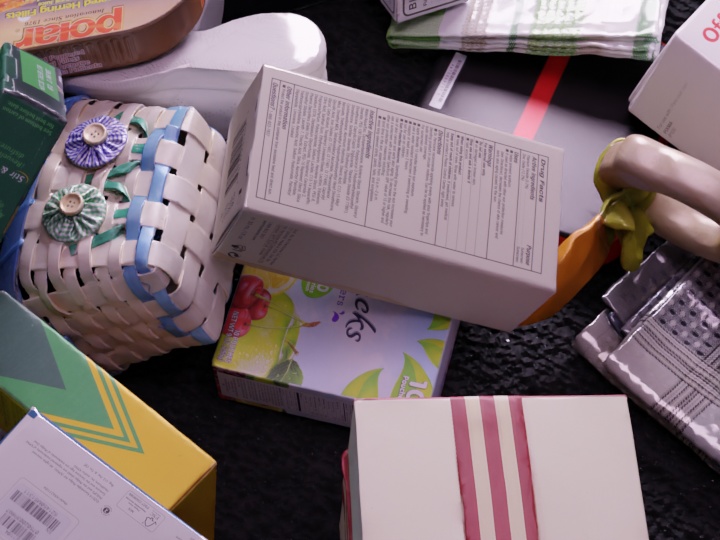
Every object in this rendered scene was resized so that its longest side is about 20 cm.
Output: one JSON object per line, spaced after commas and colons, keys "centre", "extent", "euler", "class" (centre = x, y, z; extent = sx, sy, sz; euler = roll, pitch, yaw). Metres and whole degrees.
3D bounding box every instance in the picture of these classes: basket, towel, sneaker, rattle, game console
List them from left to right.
{"centre": [-0.174, -0.024, 1.125], "extent": [0.198, 0.139, 0.178], "euler": [-11, 53, 30], "class": "basket"}
{"centre": [-0.120, -0.118, 1.158], "extent": [0.198, 0.089, 0.076], "euler": [4, 54, 4], "class": "sneaker"}
{"centre": [0.128, -0.208, 1.295], "extent": [0.198, 0.031, 0.150], "euler": [4, 50, 17], "class": "towel"}
{"centre": [0.127, -0.104, 1.262], "extent": [0.175, 0.031, 0.201], "euler": [19, 57, 13], "class": "game console"}
{"centre": [0.222, 0.011, 1.133], "extent": [0.199, 0.130, 0.144], "euler": [33, 65, -5], "class": "rattle"}
{"centre": [0.266, 0.049, 1.174], "extent": [0.200, 0.035, 0.192], "euler": [40, 63, 19], "class": "towel"}

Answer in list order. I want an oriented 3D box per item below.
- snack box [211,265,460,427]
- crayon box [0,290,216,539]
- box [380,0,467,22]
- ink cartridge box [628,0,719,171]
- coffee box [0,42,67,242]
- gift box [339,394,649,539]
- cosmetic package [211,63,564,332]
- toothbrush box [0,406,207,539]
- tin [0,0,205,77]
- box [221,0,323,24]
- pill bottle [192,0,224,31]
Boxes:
{"centre": [0.000, 0.000, 1.154], "extent": [0.141, 0.053, 0.202], "euler": [12, 62, 8], "class": "snack box"}
{"centre": [-0.149, 0.114, 1.038], "extent": [0.199, 0.127, 0.051], "euler": [37, 62, 15], "class": "crayon box"}
{"centre": [0.011, -0.285, 1.286], "extent": [0.060, 0.117, 0.201], "euler": [-18, 48, -17], "class": "box"}
{"centre": [0.306, -0.111, 1.224], "extent": [0.199, 0.083, 0.146], "euler": [39, 52, 9], "class": "ink cartridge box"}
{"centre": [-0.236, -0.027, 1.047], "extent": [0.044, 0.201, 0.123], "euler": [27, 12, -19], "class": "coffee box"}
{"centre": [0.086, 0.184, 0.985], "extent": [0.198, 0.185, 0.188], "euler": [-2, 56, 0], "class": "gift box"}
{"centre": [0.018, -0.042, 1.081], "extent": [0.198, 0.073, 0.105], "euler": [16, 62, -16], "class": "cosmetic package"}
{"centre": [-0.141, 0.186, 0.950], "extent": [0.146, 0.201, 0.085], "euler": [35, 62, 14], "class": "toothbrush box"}
{"centre": [-0.195, -0.170, 1.126], "extent": [0.198, 0.042, 0.113], "euler": [-10, 49, 1], "class": "tin"}
{"centre": [-0.092, -0.314, 1.264], "extent": [0.123, 0.201, 0.198], "euler": [-18, 61, -17], "class": "box"}
{"centre": [-0.199, -0.184, 1.226], "extent": [0.198, 0.111, 0.112], "euler": [17, 58, 5], "class": "pill bottle"}
